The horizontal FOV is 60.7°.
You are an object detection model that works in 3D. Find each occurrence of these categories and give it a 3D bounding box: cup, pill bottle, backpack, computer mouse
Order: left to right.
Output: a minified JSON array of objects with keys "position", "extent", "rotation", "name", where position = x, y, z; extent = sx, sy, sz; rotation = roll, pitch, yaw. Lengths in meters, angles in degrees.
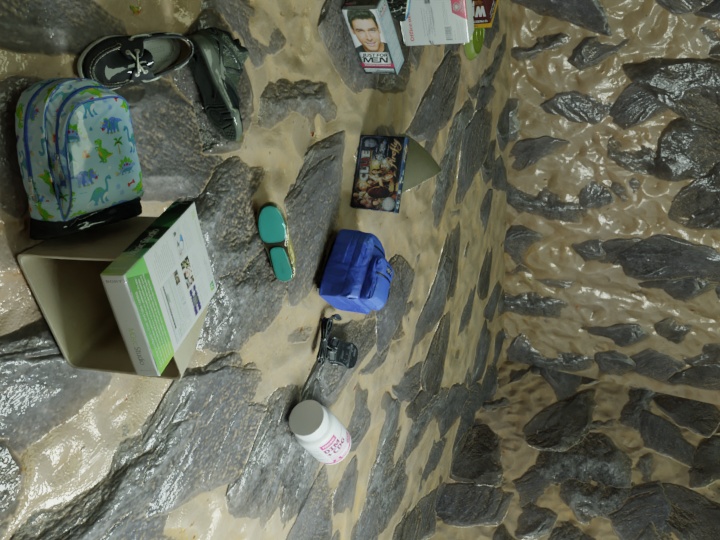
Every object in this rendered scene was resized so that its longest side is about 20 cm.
[{"position":[-0.376,-0.157,0.828],"extent":[0.163,0.153,0.201],"rotation":[-27,110,-51],"name":"backpack"},{"position":[-0.105,0.418,1.591],"extent":[0.114,0.113,0.200],"rotation":[-67,151,-26],"name":"pill bottle"},{"position":[-0.066,0.193,1.684],"extent":[0.200,0.046,0.141],"rotation":[24,72,-59],"name":"computer mouse"},{"position":[0.000,0.000,1.614],"extent":[0.163,0.167,0.201],"rotation":[52,48,-65],"name":"backpack"},{"position":[0.111,-0.302,1.745],"extent":[0.144,0.200,0.200],"rotation":[62,35,-8],"name":"cup"}]

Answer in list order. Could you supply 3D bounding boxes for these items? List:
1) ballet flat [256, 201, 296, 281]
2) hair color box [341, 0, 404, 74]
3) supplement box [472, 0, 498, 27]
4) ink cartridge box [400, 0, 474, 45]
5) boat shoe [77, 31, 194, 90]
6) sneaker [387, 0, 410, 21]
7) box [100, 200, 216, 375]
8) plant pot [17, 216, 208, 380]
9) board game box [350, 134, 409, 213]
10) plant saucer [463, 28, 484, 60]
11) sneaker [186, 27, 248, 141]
[{"position":[-0.180,-0.070,1.340],"extent":[0.071,0.070,0.201],"rotation":[-52,141,-45],"name":"ballet flat"},{"position":[0.035,-0.594,1.557],"extent":[0.061,0.098,0.200],"rotation":[-66,151,-26],"name":"hair color box"},{"position":[0.396,-0.991,2.134],"extent":[0.200,0.132,0.198],"rotation":[45,58,-59],"name":"supplement box"},{"position":[0.218,-0.737,1.774],"extent":[0.146,0.199,0.085],"rotation":[73,31,-43],"name":"ink cartridge box"},{"position":[-0.333,-0.319,0.929],"extent":[0.200,0.060,0.074],"rotation":[-44,137,-52],"name":"boat shoe"},{"position":[0.129,-0.790,1.689],"extent":[0.090,0.078,0.201],"rotation":[-10,109,-45],"name":"sneaker"},{"position":[-0.249,0.016,0.790],"extent":[0.200,0.036,0.145],"rotation":[-75,160,-59],"name":"box"},{"position":[-0.334,0.020,0.914],"extent":[0.177,0.199,0.201],"rotation":[-64,152,-54],"name":"plant pot"},{"position":[0.052,-0.262,1.663],"extent":[0.035,0.135,0.201],"rotation":[4,94,-64],"name":"board game box"},{"position":[0.445,-0.919,2.379],"extent":[0.200,0.031,0.201],"rotation":[-30,124,-58],"name":"plant saucer"},{"position":[-0.237,-0.339,1.105],"extent":[0.114,0.076,0.200],"rotation":[-49,135,-38],"name":"sneaker"}]
